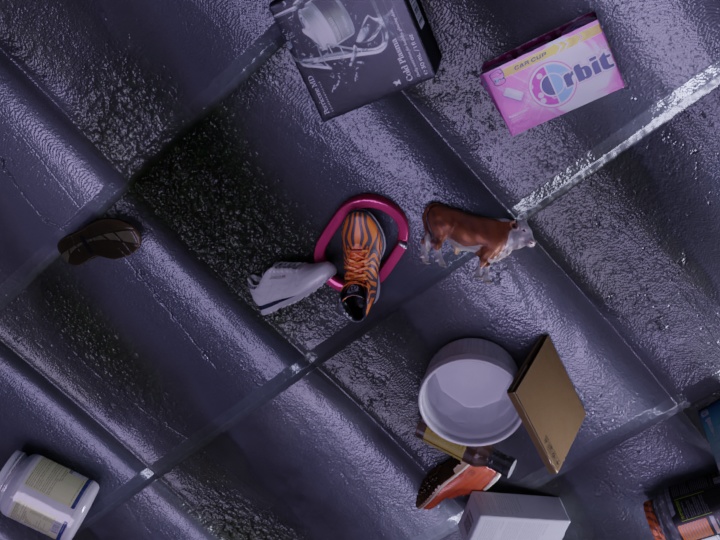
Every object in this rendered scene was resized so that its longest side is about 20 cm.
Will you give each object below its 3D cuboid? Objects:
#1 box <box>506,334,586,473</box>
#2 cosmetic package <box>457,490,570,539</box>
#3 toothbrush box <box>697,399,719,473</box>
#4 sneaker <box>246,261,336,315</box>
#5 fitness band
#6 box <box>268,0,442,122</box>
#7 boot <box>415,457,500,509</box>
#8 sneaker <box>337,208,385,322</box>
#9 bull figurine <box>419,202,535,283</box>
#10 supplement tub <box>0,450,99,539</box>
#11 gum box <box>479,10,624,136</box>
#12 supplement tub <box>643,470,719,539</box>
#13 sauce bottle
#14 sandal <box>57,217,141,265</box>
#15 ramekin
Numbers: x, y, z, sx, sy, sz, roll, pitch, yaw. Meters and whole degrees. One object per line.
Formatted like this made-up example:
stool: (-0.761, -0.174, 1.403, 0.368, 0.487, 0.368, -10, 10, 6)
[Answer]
box: (0.349, 0.246, 1.569, 0.021, 0.164, 0.200, -9, 119, 42)
cosmetic package: (0.313, 0.516, 1.735, 0.200, 0.071, 0.102, 9, 120, -15)
toothbrush box: (0.708, 0.340, 1.533, 0.085, 0.200, 0.146, -39, 105, 25)
sneaker: (-0.130, 0.017, 1.554, 0.200, 0.076, 0.081, -24, 95, 35)
fitness band: (0.000, -0.046, 1.535, 0.144, 0.037, 0.200, 31, 117, -7)
box: (-0.003, -0.369, 1.316, 0.196, 0.124, 0.200, -18, 113, 20)
boot: (0.201, 0.443, 1.746, 0.107, 0.075, 0.200, 36, 117, -16)
sneaker: (0.000, 0.000, 1.476, 0.078, 0.112, 0.200, 0, 116, 12)
bull figurine: (0.199, -0.050, 1.475, 0.200, 0.065, 0.122, 17, 87, 8)
supplement tub: (-0.700, 0.497, 1.876, 0.200, 0.145, 0.145, 28, 119, -6)
gum box: (0.295, -0.305, 1.331, 0.200, 0.066, 0.114, -23, 113, 20)
supplement tub: (0.666, 0.468, 1.652, 0.200, 0.123, 0.123, -25, 111, 21)
sauce bottle: (0.206, 0.343, 1.656, 0.200, 0.065, 0.065, 25, 122, 22)
sandal: (-0.489, -0.057, 1.604, 0.200, 0.055, 0.082, -16, 109, 33)
ramekin: (0.212, 0.223, 1.605, 0.200, 0.105, 0.200, 4, 118, 8)
